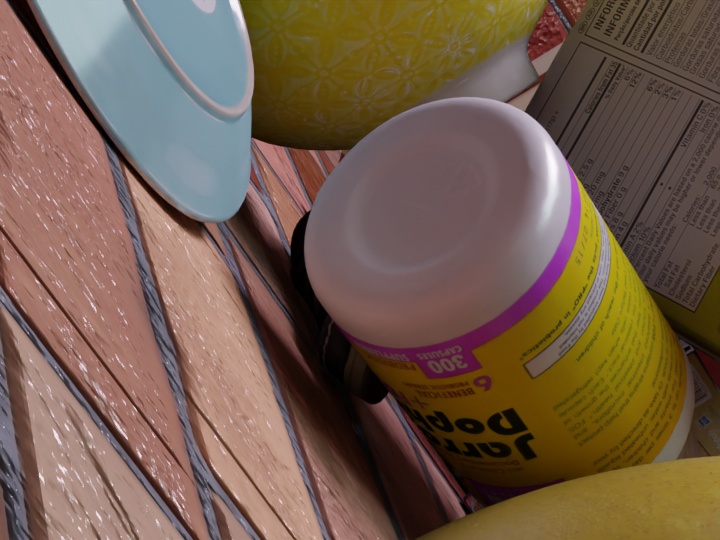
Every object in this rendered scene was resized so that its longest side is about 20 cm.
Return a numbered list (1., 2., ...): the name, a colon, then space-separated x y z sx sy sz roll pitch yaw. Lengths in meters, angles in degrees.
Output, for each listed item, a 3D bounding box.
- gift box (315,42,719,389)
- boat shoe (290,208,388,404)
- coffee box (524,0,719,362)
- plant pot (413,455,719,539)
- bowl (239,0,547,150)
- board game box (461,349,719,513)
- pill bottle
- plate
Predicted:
1. gift box: 0.087 -0.012 1.368 0.201 0.184 0.187 62 4 -19
2. boat shoe: 0.000 -0.001 1.113 0.066 0.072 0.201 22 20 3
3. coffee box: 0.210 -0.045 1.124 0.199 0.201 0.197 29 1 -45
4. plant pot: 0.127 0.147 0.937 0.201 0.141 0.200 57 4 -6
5. bowl: 0.016 -0.106 1.114 0.108 0.199 0.200 58 4 0
6. board game box: 0.158 0.159 1.250 0.201 0.135 0.035 59 4 8
7. pill bottle: 0.065 0.031 1.001 0.200 0.104 0.104 52 7 -44
8. plate: -0.080 -0.114 0.935 0.201 0.025 0.201 58 17 -29
